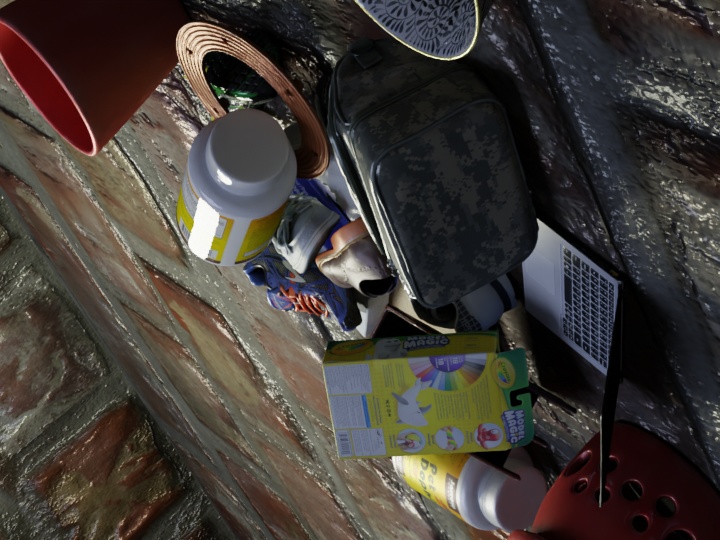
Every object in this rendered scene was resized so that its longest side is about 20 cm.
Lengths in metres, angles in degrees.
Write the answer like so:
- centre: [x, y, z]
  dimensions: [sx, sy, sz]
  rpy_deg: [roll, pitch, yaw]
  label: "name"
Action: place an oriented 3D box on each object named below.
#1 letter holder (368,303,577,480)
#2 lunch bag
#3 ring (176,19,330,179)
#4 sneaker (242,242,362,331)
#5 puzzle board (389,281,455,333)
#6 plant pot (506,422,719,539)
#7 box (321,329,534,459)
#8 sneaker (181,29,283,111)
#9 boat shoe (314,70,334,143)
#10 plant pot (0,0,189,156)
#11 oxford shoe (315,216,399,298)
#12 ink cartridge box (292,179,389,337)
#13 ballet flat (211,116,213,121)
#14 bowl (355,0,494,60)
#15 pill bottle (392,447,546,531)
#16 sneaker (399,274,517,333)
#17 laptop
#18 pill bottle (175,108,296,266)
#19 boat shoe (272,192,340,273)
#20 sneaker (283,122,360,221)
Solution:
- centre: [0.104, 0.131, 1.676]
  dimensions: [0.198, 0.101, 0.142]
  rpy_deg: [29, 178, -15]
  label: "letter holder"
- centre: [0.055, -0.092, 1.435]
  dimensions: [0.168, 0.138, 0.201]
  rpy_deg: [57, 173, 49]
  label: "lunch bag"
- centre: [-0.103, -0.171, 1.614]
  dimensions: [0.199, 0.019, 0.201]
  rpy_deg: [35, 156, 18]
  label: "ring"
- centre: [-0.066, 0.023, 1.879]
  dimensions: [0.200, 0.078, 0.076]
  rpy_deg: [36, 158, 50]
  label: "sneaker"
- centre: [0.085, 0.043, 1.836]
  dimensions: [0.199, 0.017, 0.152]
  rpy_deg: [34, 156, 40]
  label: "puzzle board"
- centre: [0.260, 0.286, 1.639]
  dimensions: [0.200, 0.182, 0.201]
  rpy_deg: [41, 161, 18]
  label: "plant pot"
- centre: [0.069, 0.121, 1.600]
  dimensions: [0.049, 0.197, 0.119]
  rpy_deg: [-73, -22, -59]
  label: "box"
- centre: [-0.120, -0.204, 1.748]
  dimensions: [0.085, 0.078, 0.200]
  rpy_deg: [45, 172, -22]
  label: "sneaker"
- centre: [0.019, -0.106, 1.595]
  dimensions: [0.060, 0.075, 0.202]
  rpy_deg: [10, 126, 63]
  label: "boat shoe"
- centre: [-0.301, -0.263, 1.872]
  dimensions: [0.200, 0.177, 0.201]
  rpy_deg: [43, 162, 17]
  label: "plant pot"
- centre: [0.000, 0.000, 1.705]
  dimensions: [0.074, 0.071, 0.200]
  rpy_deg: [64, 172, 8]
  label: "oxford shoe"
- centre: [-0.038, -0.033, 1.903]
  dimensions: [0.200, 0.040, 0.200]
  rpy_deg: [50, 165, 15]
  label: "ink cartridge box"
- centre: [-0.125, -0.121, 1.835]
  dimensions: [0.068, 0.066, 0.201]
  rpy_deg: [85, 169, -46]
  label: "ballet flat"
- centre: [0.044, -0.259, 1.156]
  dimensions: [0.201, 0.094, 0.201]
  rpy_deg: [44, 163, 17]
  label: "bowl"
- centre: [0.132, 0.239, 1.950]
  dimensions: [0.199, 0.109, 0.110]
  rpy_deg: [24, 150, 54]
  label: "pill bottle"
- centre: [0.072, 0.006, 1.681]
  dimensions: [0.199, 0.080, 0.077]
  rpy_deg: [31, 158, 49]
  label: "sneaker"
- centre: [0.184, 0.077, 1.488]
  dimensions: [0.200, 0.116, 0.188]
  rpy_deg: [40, 160, 27]
  label: "laptop"
- centre: [-0.124, -0.085, 1.633]
  dimensions: [0.109, 0.109, 0.200]
  rpy_deg: [47, 158, 6]
  label: "pill bottle"
- centre: [-0.070, -0.049, 1.752]
  dimensions: [0.064, 0.075, 0.202]
  rpy_deg: [34, -177, -11]
  label: "boat shoe"
- centre: [-0.032, -0.099, 1.726]
  dimensions: [0.116, 0.073, 0.199]
  rpy_deg: [58, 160, -20]
  label: "sneaker"
